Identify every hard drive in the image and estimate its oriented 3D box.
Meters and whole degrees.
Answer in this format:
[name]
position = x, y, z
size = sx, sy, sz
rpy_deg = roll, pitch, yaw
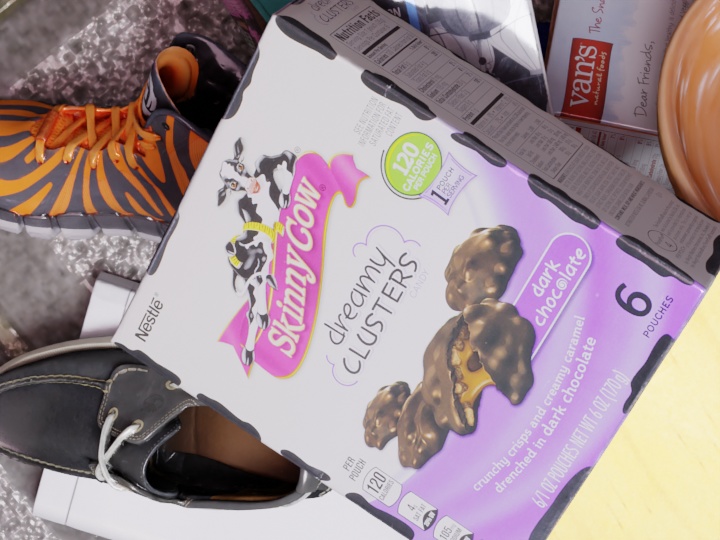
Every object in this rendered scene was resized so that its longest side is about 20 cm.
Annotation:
[hard drive]
position = -0.057, 0.093, 1.114
size = 0.198, 0.027, 0.133
rpy_deg = 17, 104, -1

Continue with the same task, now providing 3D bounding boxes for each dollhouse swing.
[dollhouse swing]
position = 0.151, 0.073, 1.022
size = 0.199, 0.176, 0.183
rpy_deg = -24, 100, 9

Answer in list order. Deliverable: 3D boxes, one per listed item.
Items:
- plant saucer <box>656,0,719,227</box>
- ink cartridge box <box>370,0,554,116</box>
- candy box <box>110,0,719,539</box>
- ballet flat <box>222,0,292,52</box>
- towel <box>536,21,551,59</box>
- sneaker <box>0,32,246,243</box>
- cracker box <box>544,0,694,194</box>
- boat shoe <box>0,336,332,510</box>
[plant saucer]
position = 0.222, -0.054, 0.914
size = 0.198, 0.038, 0.202
rpy_deg = 1, 60, -2
[ink cartridge box]
position = 0.041, -0.036, 0.941
size = 0.098, 0.039, 0.202
rpy_deg = -13, 114, 4
[candy box]
position = 0.022, 0.007, 0.879
size = 0.199, 0.072, 0.169
rpy_deg = 32, 118, 6
[ballet flat]
position = -0.027, -0.115, 1.028
size = 0.069, 0.071, 0.201
rpy_deg = -33, 119, -2
[towel]
position = 0.141, -0.046, 1.035
size = 0.198, 0.050, 0.149
rpy_deg = 1, 87, 0
[sneaker]
position = -0.113, -0.069, 1.022
size = 0.198, 0.078, 0.112
rpy_deg = 9, 144, 3
[cracker box]
position = 0.185, -0.098, 0.994
size = 0.198, 0.058, 0.135
rpy_deg = 11, 64, 4
[boat shoe]
position = -0.103, 0.078, 1.054
size = 0.198, 0.068, 0.073
rpy_deg = 6, 110, 18
